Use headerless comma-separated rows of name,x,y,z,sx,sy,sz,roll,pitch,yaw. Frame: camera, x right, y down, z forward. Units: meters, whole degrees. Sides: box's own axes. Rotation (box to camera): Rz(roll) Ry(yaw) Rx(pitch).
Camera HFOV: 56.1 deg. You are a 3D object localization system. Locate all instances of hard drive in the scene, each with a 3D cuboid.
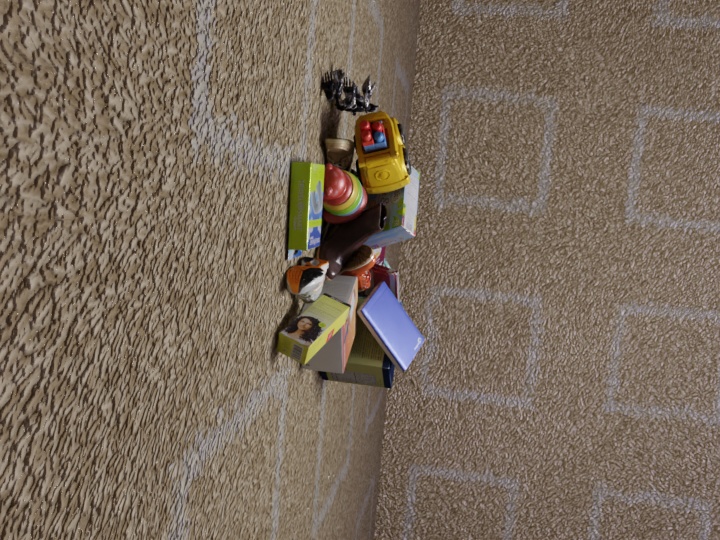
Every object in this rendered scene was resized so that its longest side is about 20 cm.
hard drive,0.081,0.145,1.757,0.201,0.025,0.132,55,44,-14

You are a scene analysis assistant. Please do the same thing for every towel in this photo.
towel,0.009,0.023,1.824,0.145,0.198,0.023,83,28,-52

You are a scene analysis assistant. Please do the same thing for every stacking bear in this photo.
stacking bear,-0.057,-0.188,1.582,0.200,0.113,0.123,32,64,-75

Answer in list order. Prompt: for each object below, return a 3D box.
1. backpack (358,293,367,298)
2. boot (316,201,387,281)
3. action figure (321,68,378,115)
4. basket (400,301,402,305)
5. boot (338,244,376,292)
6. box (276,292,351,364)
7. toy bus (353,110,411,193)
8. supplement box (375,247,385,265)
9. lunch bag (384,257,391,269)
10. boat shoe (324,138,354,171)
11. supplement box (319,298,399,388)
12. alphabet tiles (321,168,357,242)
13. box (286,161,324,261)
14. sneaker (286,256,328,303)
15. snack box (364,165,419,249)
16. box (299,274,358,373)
backpack,-0.004,0.162,2.053,0.167,0.125,0.202,57,37,-73
boot,-0.020,-0.075,1.649,0.072,0.165,0.201,45,39,-29
action figure,-0.021,-0.431,1.631,0.200,0.118,0.103,-14,114,-75
basket,0.097,0.195,2.613,0.199,0.138,0.178,18,76,-50
boot,0.000,0.000,1.722,0.200,0.107,0.075,-25,-147,57
box,-0.096,0.120,1.438,0.200,0.075,0.051,-44,153,-57
toy bus,0.038,-0.320,1.661,0.192,0.134,0.202,59,21,-61
supplement box,0.004,-0.049,1.889,0.110,0.086,0.201,-38,158,-21
lunch bag,0.029,-0.013,2.113,0.161,0.077,0.200,52,-12,23
boat shoe,-0.048,-0.278,1.673,0.200,0.070,0.065,38,57,-81
supplement box,-0.002,0.194,1.845,0.135,0.198,0.202,82,16,-57
alphabet tiles,-0.049,-0.166,1.772,0.167,0.007,0.202,-7,118,-81
box,-0.115,-0.124,1.421,0.122,0.047,0.202,-35,129,-78
sneaker,-0.112,0.035,1.460,0.200,0.075,0.093,-49,148,-73
snack box,0.064,-0.163,1.752,0.068,0.168,0.202,34,52,-42
box,-0.074,0.125,1.645,0.201,0.105,0.154,-72,165,-56
